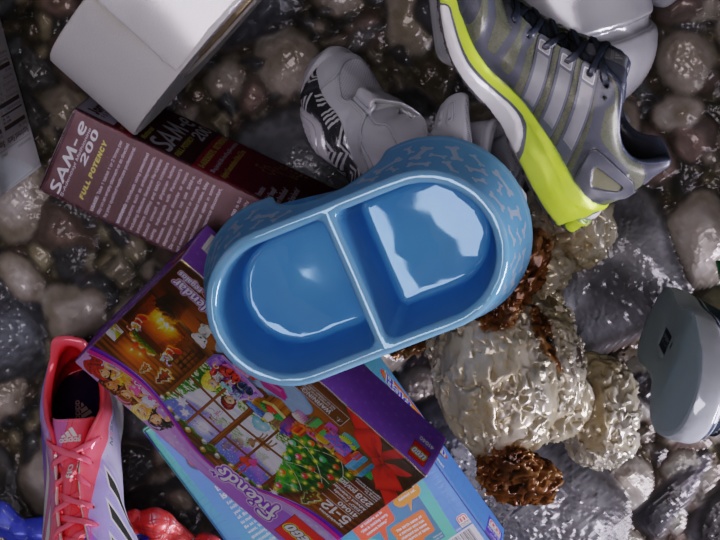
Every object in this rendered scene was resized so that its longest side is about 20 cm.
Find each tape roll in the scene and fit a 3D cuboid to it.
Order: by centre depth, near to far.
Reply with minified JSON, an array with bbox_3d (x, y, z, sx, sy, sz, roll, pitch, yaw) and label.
[{"bbox_3d":[-0.095,-0.177,1.352,0.071,0.202,0.203,42,103,-4],"label":"tape roll"}]

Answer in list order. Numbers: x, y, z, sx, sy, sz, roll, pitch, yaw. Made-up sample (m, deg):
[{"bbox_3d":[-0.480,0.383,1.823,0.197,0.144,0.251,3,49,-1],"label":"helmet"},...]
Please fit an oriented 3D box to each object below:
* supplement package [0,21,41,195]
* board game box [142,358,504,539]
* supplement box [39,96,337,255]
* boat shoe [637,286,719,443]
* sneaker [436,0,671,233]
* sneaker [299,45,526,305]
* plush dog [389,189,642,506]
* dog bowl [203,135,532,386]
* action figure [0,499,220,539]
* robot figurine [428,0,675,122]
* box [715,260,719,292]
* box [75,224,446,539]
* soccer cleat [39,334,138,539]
[{"bbox_3d":[-0.310,-0.131,1.410,0.151,0.151,0.201,-13,100,8],"label":"supplement package"},{"bbox_3d":[-0.023,0.137,1.493,0.152,0.045,0.200,-34,98,13],"label":"board game box"},{"bbox_3d":[-0.091,-0.043,1.428,0.199,0.109,0.061,25,105,-1],"label":"supplement box"},{"bbox_3d":[0.226,0.063,1.373,0.090,0.200,0.071,21,105,-3],"label":"boat shoe"},{"bbox_3d":[0.108,-0.118,1.296,0.081,0.074,0.200,-24,120,21],"label":"sneaker"},{"bbox_3d":[0.036,-0.078,1.375,0.115,0.201,0.075,-38,139,25],"label":"sneaker"},{"bbox_3d":[0.087,0.048,1.396,0.160,0.172,0.201,-7,103,8],"label":"plush dog"},{"bbox_3d":[0.000,0.000,1.295,0.199,0.050,0.112,-21,101,13],"label":"dog bowl"},{"bbox_3d":[-0.188,0.179,1.505,0.199,0.065,0.052,0,64,10],"label":"action figure"},{"bbox_3d":[0.115,-0.177,1.374,0.169,0.113,0.201,-18,102,-17],"label":"robot figurine"},{"bbox_3d":[0.318,-0.007,1.389,0.199,0.117,0.049,-6,108,7],"label":"box"},{"bbox_3d":[-0.063,0.080,1.404,0.200,0.039,0.137,42,134,-8],"label":"box"},{"bbox_3d":[-0.177,0.137,1.444,0.066,0.077,0.201,-10,57,6],"label":"soccer cleat"}]
